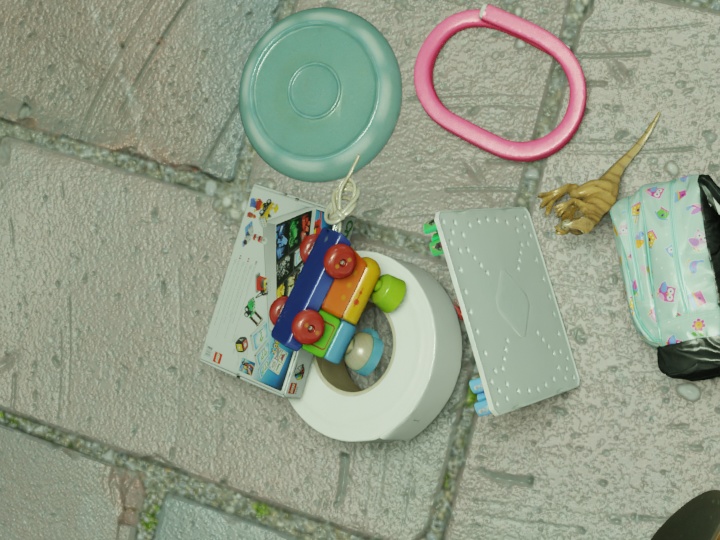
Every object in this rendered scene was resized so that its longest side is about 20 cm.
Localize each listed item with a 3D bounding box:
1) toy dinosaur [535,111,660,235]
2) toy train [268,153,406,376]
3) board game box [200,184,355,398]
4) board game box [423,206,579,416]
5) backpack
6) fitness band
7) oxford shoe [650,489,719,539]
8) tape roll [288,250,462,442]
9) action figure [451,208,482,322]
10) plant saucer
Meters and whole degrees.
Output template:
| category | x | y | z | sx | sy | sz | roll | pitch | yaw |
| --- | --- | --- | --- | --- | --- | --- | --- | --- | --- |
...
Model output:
| category | x | y | z | sx | sy | sz | roll | pitch | yaw |
| --- | --- | --- | --- | --- | --- | --- | --- | --- | --- |
| toy dinosaur | 0.250 | -0.080 | 1.249 | 0.105 | 0.201 | 0.061 | -13 | 118 | 42 |
| toy train | 0.000 | 0.000 | 1.196 | 0.115 | 0.084 | 0.203 | 27 | 88 | -26 |
| board game box | -0.091 | 0.021 | 1.276 | 0.125 | 0.034 | 0.203 | 19 | 91 | 33 |
| board game box | 0.147 | 0.037 | 1.213 | 0.026 | 0.199 | 0.203 | -20 | 82 | 34 |
| backpack | 0.328 | 0.005 | 1.191 | 0.124 | 0.167 | 0.204 | -14 | 78 | 17 |
| fitness band | 0.153 | -0.205 | 1.302 | 0.198 | 0.037 | 0.145 | 28 | 94 | 15 |
| oxford shoe | 0.331 | 0.321 | 1.226 | 0.071 | 0.071 | 0.202 | 33 | 89 | -21 |
| tape roll | 0.008 | 0.084 | 1.278 | 0.199 | 0.070 | 0.207 | -5 | 80 | 29 |
| action figure | 0.139 | 0.038 | 1.286 | 0.065 | 0.052 | 0.203 | -21 | 85 | 20 |
| plant saucer | -0.050 | -0.204 | 1.357 | 0.196 | 0.027 | 0.204 | -1 | 86 | 14 |
